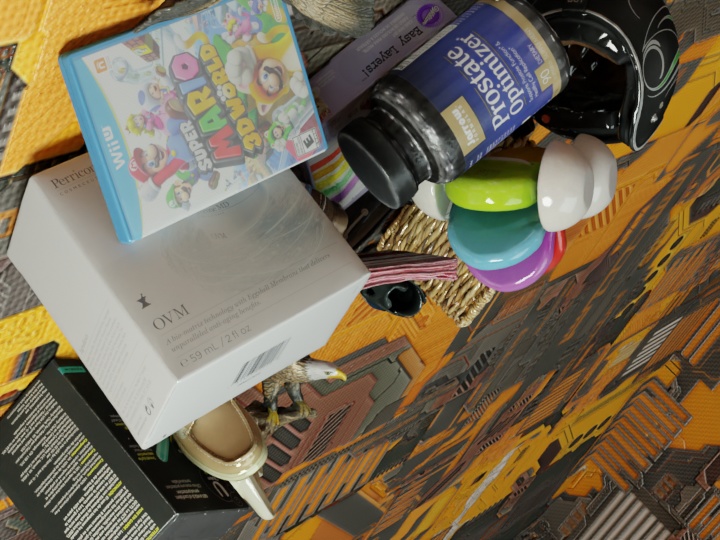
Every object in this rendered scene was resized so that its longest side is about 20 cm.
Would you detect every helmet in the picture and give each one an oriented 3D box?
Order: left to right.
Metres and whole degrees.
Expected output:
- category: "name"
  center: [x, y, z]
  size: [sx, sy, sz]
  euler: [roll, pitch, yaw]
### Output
- category: "helmet"
  center: [0.235, -0.213, 1.467]
  size: [0.200, 0.200, 0.191]
  euler: [-56, 176, 31]

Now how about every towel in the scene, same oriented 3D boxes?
- category: "towel"
  center: [0.000, 0.000, 1.449]
  size: [0.143, 0.023, 0.200]
  euler: [-6, -175, -17]

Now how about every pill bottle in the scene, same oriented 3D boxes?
- category: "pill bottle"
  center: [0.080, -0.149, 1.273]
  size: [0.200, 0.112, 0.112]
  euler: [-40, 160, -12]

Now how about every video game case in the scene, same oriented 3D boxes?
- category: "video game case"
  center: [-0.120, -0.124, 1.082]
  size: [0.199, 0.018, 0.144]
  euler: [-29, 111, -35]

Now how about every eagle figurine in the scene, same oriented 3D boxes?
- category: "eagle figurine"
  center: [-0.057, -0.224, 0.974]
  size: [0.151, 0.151, 0.201]
  euler: [-52, 167, -49]
- category: "eagle figurine"
  center: [-0.078, 0.083, 1.593]
  size: [0.152, 0.150, 0.201]
  euler: [-103, -164, -69]

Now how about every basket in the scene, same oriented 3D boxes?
- category: "basket"
  center: [0.143, -0.059, 1.634]
  size: [0.143, 0.149, 0.200]
  euler: [-28, 156, -55]

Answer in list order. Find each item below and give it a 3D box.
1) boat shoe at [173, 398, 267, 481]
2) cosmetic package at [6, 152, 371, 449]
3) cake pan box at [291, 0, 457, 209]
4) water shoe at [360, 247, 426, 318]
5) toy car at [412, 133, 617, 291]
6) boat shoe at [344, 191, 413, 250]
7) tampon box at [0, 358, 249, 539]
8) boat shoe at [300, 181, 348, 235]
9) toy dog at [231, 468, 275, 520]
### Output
- category: "boat shoe"
  center: [-0.163, 0.122, 1.367]
  size: [0.074, 0.200, 0.067]
  euler: [-39, 142, -15]
- category: "cosmetic package"
  center: [-0.138, -0.006, 1.137]
  size: [0.199, 0.200, 0.123]
  euler: [-29, 163, -35]
- category: "cake pan box"
  center: [0.014, -0.155, 1.365]
  size: [0.200, 0.052, 0.184]
  euler: [-40, 161, -12]
- category: "water shoe"
  center: [0.043, 0.031, 1.738]
  size: [0.072, 0.079, 0.200]
  euler: [-46, 160, 7]
- category: "toy car"
  center: [0.146, -0.057, 1.377]
  size: [0.200, 0.174, 0.151]
  euler: [-21, 116, -64]
- category: "boat shoe"
  center: [0.034, -0.090, 1.512]
  size: [0.200, 0.060, 0.074]
  euler: [-37, 157, -18]
- category: "tampon box"
  center: [-0.236, 0.201, 1.370]
  size: [0.126, 0.200, 0.150]
  euler: [-47, 159, 11]
- category: "boat shoe"
  center: [-0.054, -0.035, 1.350]
  size: [0.200, 0.072, 0.073]
  euler: [162, -49, -82]
- category: "toy dog"
  center: [-0.219, 0.243, 1.561]
  size: [0.199, 0.140, 0.194]
  euler: [-32, 122, 0]
